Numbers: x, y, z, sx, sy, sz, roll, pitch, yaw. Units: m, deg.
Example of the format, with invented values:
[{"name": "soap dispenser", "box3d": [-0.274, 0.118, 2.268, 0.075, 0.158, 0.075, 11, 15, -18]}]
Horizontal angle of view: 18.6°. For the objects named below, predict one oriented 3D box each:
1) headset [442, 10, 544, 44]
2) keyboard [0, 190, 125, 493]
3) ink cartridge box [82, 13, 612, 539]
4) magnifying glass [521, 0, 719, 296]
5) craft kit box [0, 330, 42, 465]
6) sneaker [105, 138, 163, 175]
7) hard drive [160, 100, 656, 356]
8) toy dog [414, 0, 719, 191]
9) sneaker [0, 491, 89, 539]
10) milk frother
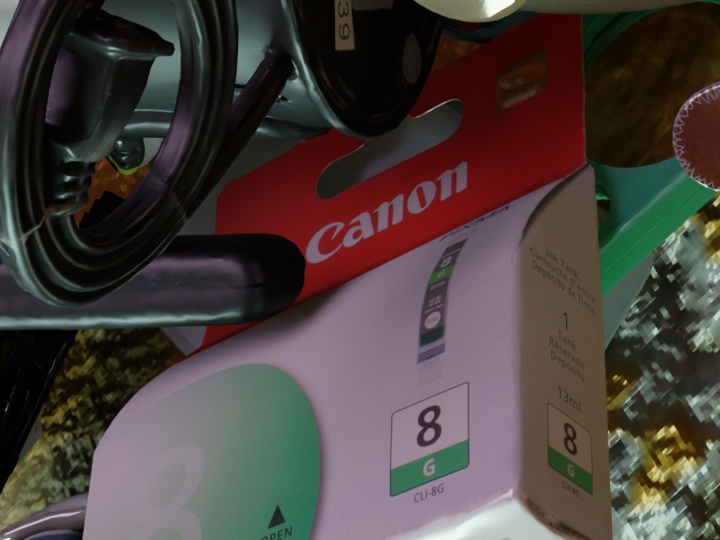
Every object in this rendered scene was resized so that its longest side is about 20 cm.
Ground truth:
[{"name": "headset", "box3d": [0.021, -0.124, 0.713, 0.200, 0.094, 0.124, -48, 46, 9]}, {"name": "keyboard", "box3d": [-0.136, 0.054, 0.787, 0.104, 0.039, 0.201, 130, 164, -68]}, {"name": "ink cartridge box", "box3d": [-0.006, 0.014, 0.646, 0.161, 0.050, 0.201, -26, 47, 32]}, {"name": "magnifying glass", "box3d": [0.063, -0.008, 0.647, 0.079, 0.022, 0.201, 19, 77, 43]}, {"name": "craft kit box", "box3d": [-0.181, 0.030, 0.749, 0.048, 0.198, 0.201, 12, 126, 16]}, {"name": "sneaker", "box3d": [-0.084, -0.092, 0.825, 0.076, 0.076, 0.200, -32, 27, -5]}, {"name": "hard drive", "box3d": [0.000, 0.000, 0.744, 0.200, 0.026, 0.132, 42, 108, 45]}, {"name": "toy dog", "box3d": [0.092, -0.076, 0.601, 0.200, 0.132, 0.096, 40, 150, 21]}, {"name": "sneaker", "box3d": [-0.098, 0.104, 0.758, 0.200, 0.087, 0.075, -30, 64, 48]}, {"name": "milk frother", "box3d": [-0.098, -0.075, 0.596, 0.187, 0.200, 0.181, 2, 81, 24]}]
